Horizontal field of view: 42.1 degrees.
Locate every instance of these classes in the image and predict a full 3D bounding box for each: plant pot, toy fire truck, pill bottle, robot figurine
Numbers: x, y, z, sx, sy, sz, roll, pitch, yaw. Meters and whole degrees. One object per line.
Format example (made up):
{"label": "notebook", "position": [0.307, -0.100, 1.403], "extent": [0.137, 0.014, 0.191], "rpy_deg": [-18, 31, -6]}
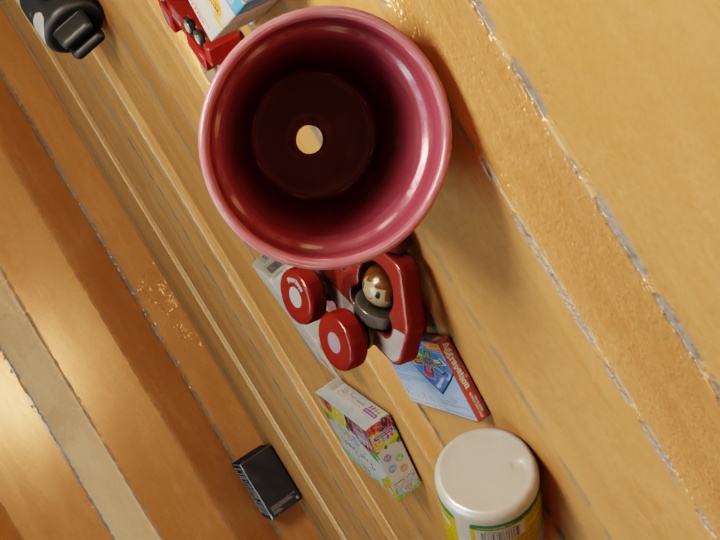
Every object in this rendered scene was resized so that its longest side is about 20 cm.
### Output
{"label": "plant pot", "position": [-0.035, -0.113, 0.796], "extent": [0.202, 0.198, 0.179], "rpy_deg": [62, 179, -12]}
{"label": "toy fire truck", "position": [-0.182, -0.264, 1.165], "extent": [0.200, 0.048, 0.142], "rpy_deg": [51, 162, 26]}
{"label": "pill bottle", "position": [0.148, 0.276, 1.038], "extent": [0.113, 0.112, 0.201], "rpy_deg": [43, 157, 42]}
{"label": "robot figurine", "position": [-0.551, -0.487, 1.723], "extent": [0.201, 0.124, 0.151], "rpy_deg": [53, 145, 20]}
{"label": "toy fire truck", "position": [0.000, 0.000, 1.025], "extent": [0.200, 0.111, 0.169], "rpy_deg": [45, 140, 37]}

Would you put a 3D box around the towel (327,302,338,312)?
{"label": "towel", "position": [-0.080, -0.022, 1.340], "extent": [0.200, 0.023, 0.145], "rpy_deg": [50, 163, 34]}

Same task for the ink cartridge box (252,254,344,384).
{"label": "ink cartridge box", "position": [-0.084, 0.066, 1.446], "extent": [0.201, 0.057, 0.162], "rpy_deg": [52, 173, -17]}

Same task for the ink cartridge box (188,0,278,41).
{"label": "ink cartridge box", "position": [-0.139, -0.305, 0.938], "extent": [0.116, 0.067, 0.200], "rpy_deg": [62, 163, -10]}

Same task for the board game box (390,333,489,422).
{"label": "board game box", "position": [0.081, 0.121, 1.123], "extent": [0.104, 0.019, 0.200], "rpy_deg": [60, 163, -9]}

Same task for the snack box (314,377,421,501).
{"label": "snack box", "position": [0.010, 0.270, 1.524], "extent": [0.200, 0.053, 0.143], "rpy_deg": [24, 143, 63]}

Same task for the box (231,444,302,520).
{"label": "box", "position": [-0.297, 0.664, 2.958], "extent": [0.200, 0.123, 0.200], "rpy_deg": [58, 162, 0]}
